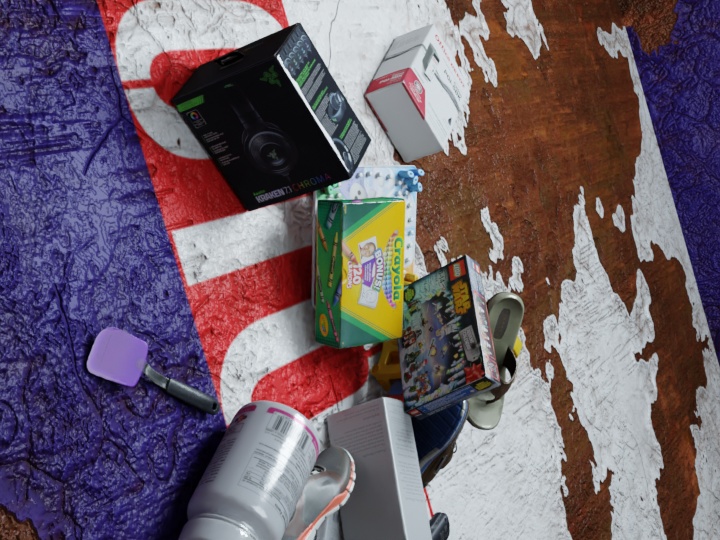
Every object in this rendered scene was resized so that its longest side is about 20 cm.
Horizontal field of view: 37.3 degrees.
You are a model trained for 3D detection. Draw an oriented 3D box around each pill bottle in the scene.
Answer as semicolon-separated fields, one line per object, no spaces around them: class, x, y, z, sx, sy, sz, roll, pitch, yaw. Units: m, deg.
pill bottle;-0.129;0.257;1.219;0.114;0.113;0.200;57;36;-26

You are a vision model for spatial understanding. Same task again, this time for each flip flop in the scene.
flip flop;0.192;0.131;1.501;0.081;0.058;0.201;11;99;-28

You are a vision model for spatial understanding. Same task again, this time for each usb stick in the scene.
usb stick;0.082;0.422;1.550;0.200;0.032;0.056;-38;132;-56

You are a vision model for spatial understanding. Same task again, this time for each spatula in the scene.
spatula;-0.226;0.123;1.207;0.200;0.020;0.057;39;59;-47

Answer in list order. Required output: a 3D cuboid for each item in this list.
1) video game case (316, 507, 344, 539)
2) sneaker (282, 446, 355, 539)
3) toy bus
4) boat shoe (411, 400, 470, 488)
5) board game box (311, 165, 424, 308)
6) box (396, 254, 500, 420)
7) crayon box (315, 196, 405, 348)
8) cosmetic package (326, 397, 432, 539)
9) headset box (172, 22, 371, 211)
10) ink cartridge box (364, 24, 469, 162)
video game case;-0.018;0.425;1.415;0.143;0.018;0.201;41;45;-43
sneaker;-0.071;0.274;1.337;0.082;0.077;0.200;62;34;-18
toy bus;0.116;0.146;1.578;0.136;0.199;0.192;52;47;-31
boat shoe;0.097;0.248;1.523;0.072;0.200;0.072;9;34;-49
board game box;0.014;-0.051;1.548;0.199;0.026;0.201;-6;101;-42
box;0.116;0.093;1.494;0.040;0.137;0.201;33;39;-42
crayon box;0.000;0.000;1.485;0.118;0.058;0.201;-6;101;-41
cosmetic package;0.024;0.282;1.438;0.074;0.101;0.201;22;53;-53
headset box;-0.115;-0.198;1.366;0.200;0.173;0.093;58;36;-27
ink cartridge box;0.102;-0.308;1.834;0.147;0.083;0.200;55;38;-28
